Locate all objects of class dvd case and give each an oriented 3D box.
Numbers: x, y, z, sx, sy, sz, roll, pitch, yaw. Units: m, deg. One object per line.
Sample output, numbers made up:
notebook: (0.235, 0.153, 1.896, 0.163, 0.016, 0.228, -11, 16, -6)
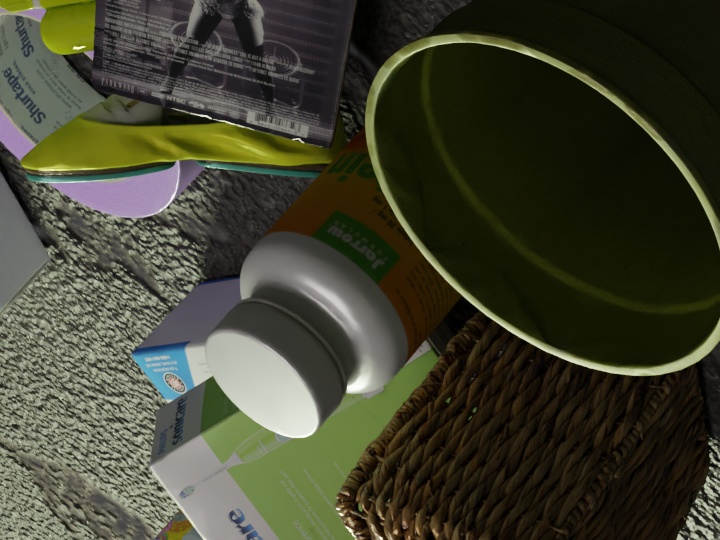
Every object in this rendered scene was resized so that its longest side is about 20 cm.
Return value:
dvd case: (-0.076, -0.154, 1.377, 0.148, 0.016, 0.200, 14, 143, 3)

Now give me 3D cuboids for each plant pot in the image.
plant pot: (0.139, -0.088, 1.180, 0.200, 0.193, 0.201, 29, 146, 21)

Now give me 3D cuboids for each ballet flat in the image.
ballet flat: (-0.107, -0.090, 1.498, 0.067, 0.199, 0.067, -119, 29, -75)

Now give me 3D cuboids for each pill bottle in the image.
pill bottle: (0.000, 0.000, 1.435, 0.111, 0.200, 0.111, 28, 147, 21)

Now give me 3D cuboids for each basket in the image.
basket: (0.103, 0.137, 1.491, 0.148, 0.200, 0.143, 18, 143, 30)

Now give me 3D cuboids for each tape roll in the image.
tape roll: (-0.178, -0.131, 1.603, 0.199, 0.066, 0.201, 28, 145, 22)

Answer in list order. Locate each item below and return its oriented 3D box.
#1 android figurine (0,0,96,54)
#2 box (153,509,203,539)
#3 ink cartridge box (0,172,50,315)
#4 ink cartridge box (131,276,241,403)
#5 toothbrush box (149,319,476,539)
android figurine: (-0.178, -0.220, 1.455, 0.199, 0.041, 0.183, -2, 104, 35)
box: (-0.075, 0.316, 1.984, 0.199, 0.122, 0.193, 21, 143, 31)
ink cartridge box: (-0.352, -0.047, 1.881, 0.199, 0.083, 0.147, 10, 137, 42)
ink cartridge box: (-0.044, 0.103, 1.723, 0.144, 0.084, 0.200, -8, 122, 52)
toothbrush box: (-0.015, 0.113, 1.598, 0.146, 0.199, 0.086, 53, -168, -20)
